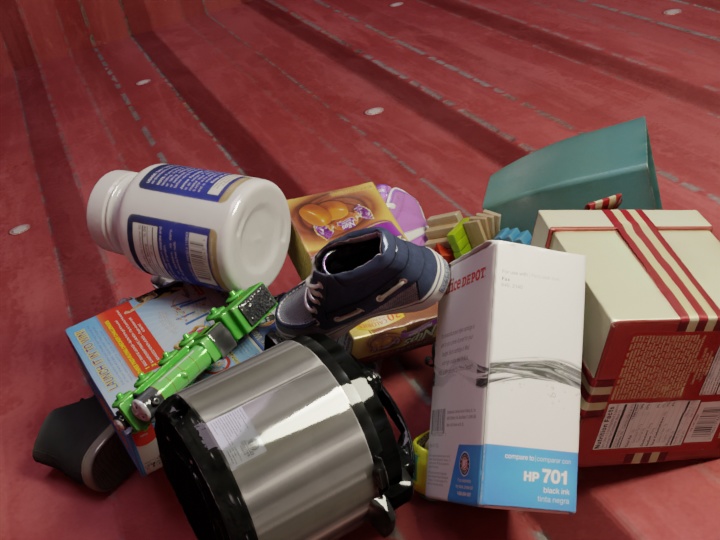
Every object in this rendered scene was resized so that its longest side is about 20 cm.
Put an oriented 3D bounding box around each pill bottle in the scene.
[{"bbox_3d":[-0.185,-0.049,1.026,0.198,0.121,0.120,12,36,27],"label":"pill bottle"}]

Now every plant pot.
[{"bbox_3d":[0.256,-0.075,1.172,0.198,0.142,0.142,-10,27,21],"label":"plant pot"}]

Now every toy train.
[{"bbox_3d":[-0.148,0.077,0.894,0.056,0.042,0.200,-22,18,47],"label":"toy train"}]

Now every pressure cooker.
[{"bbox_3d":[-0.055,0.153,0.833,0.199,0.178,0.178,-25,13,-24],"label":"pressure cooker"}]

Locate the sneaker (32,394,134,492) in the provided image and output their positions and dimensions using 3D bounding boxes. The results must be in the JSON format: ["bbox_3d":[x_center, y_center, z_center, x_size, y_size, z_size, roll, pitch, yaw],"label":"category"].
[{"bbox_3d":[-0.256,0.143,1.046,0.105,0.075,0.200,11,37,32],"label":"sneaker"}]

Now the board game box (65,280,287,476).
[{"bbox_3d":[-0.173,0.087,0.986,0.194,0.056,0.200,-25,38,-20],"label":"board game box"}]

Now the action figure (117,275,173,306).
[{"bbox_3d":[-0.234,0.046,1.173,0.131,0.069,0.200,-55,20,-10],"label":"action figure"}]

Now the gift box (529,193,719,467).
[{"bbox_3d":[0.249,0.055,0.873,0.198,0.186,0.187,3,34,-17],"label":"gift box"}]

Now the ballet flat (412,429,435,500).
[{"bbox_3d":[0.119,0.137,0.912,0.199,0.068,0.067,-32,32,-31],"label":"ballet flat"}]

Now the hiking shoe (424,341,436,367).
[{"bbox_3d":[0.145,0.053,0.996,0.074,0.087,0.200,15,52,39],"label":"hiking shoe"}]

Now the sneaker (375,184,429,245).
[{"bbox_3d":[0.010,-0.044,1.169,0.072,0.116,0.200,-16,-5,39],"label":"sneaker"}]

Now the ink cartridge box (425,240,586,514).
[{"bbox_3d":[0.115,0.091,0.800,0.085,0.202,0.146,9,-11,-11],"label":"ink cartridge box"}]

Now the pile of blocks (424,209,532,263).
[{"bbox_3d":[0.155,-0.016,1.134,0.198,0.083,0.062,17,38,27],"label":"pile of blocks"}]

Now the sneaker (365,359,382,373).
[{"bbox_3d":[0.033,0.067,1.076,0.198,0.076,0.115,1,47,-9],"label":"sneaker"}]

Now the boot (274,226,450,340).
[{"bbox_3d":[-0.024,0.010,0.866,0.199,0.090,0.073,-21,56,36],"label":"boot"}]

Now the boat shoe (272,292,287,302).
[{"bbox_3d":[-0.093,0.055,1.153,0.198,0.061,0.074,-5,28,14],"label":"boat shoe"}]

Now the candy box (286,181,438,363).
[{"bbox_3d":[0.000,0.000,1.041,0.116,0.057,0.201,-14,55,-23],"label":"candy box"}]
